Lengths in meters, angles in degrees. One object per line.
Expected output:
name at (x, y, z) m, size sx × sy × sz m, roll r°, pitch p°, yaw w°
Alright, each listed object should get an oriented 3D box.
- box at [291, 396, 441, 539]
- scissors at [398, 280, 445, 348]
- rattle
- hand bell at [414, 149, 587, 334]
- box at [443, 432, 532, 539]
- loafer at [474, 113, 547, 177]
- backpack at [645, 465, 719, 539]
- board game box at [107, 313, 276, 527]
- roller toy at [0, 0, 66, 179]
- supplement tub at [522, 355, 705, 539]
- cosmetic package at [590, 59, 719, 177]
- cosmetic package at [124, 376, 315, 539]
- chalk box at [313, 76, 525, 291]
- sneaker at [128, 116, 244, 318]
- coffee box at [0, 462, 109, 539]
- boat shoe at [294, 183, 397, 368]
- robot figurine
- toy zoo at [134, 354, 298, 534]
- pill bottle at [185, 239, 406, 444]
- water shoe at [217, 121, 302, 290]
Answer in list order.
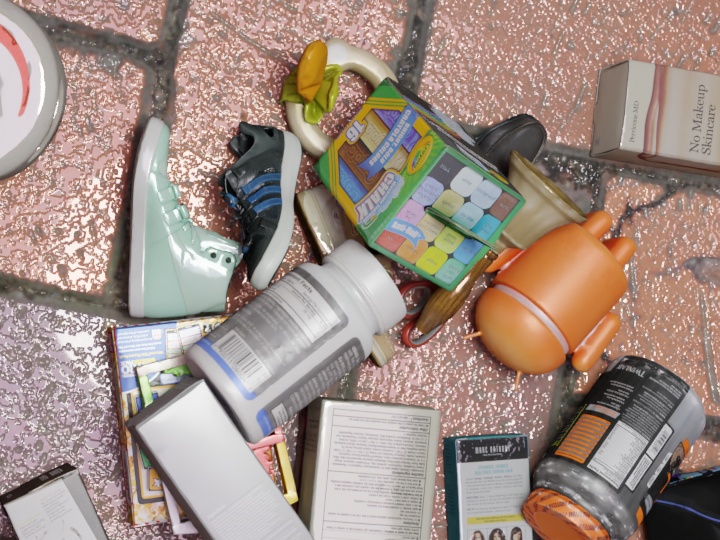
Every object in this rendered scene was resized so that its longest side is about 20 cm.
box at (0.001, 0.232, 1.706) m, size 0.127 × 0.109 × 0.201 m, roll 7°, pitch 86°, yaw -14°
scissors at (0.106, 0.002, 1.792) m, size 0.200 × 0.014 × 0.073 m, roll -42°, pitch 123°, yaw -26°
rattle at (0.019, -0.153, 1.718) m, size 0.200 × 0.143 × 0.130 m, roll 48°, pitch 63°, yaw -2°
hand bell at (0.125, -0.014, 1.705) m, size 0.104 × 0.104 × 0.200 m, roll 40°, pitch 101°, yaw -9°
box at (0.135, 0.274, 1.769) m, size 0.082 × 0.049 × 0.201 m, roll -2°, pitch 88°, yaw -15°
loafer at (0.133, -0.085, 1.764) m, size 0.200 × 0.072 × 0.073 m, roll -48°, pitch 120°, yaw -13°
backpack at (0.423, 0.272, 1.785) m, size 0.199 × 0.182 × 0.135 m, roll -11°, pitch 98°, yaw -26°
board game box at (-0.169, 0.148, 1.699) m, size 0.151 × 0.046 × 0.201 m, roll -5°, pitch 89°, yaw -15°
roller toy at (-0.375, -0.172, 1.614) m, size 0.182 × 0.140 × 0.201 m, roll -21°, pitch 95°, yaw -4°
supplement tub at (0.262, 0.197, 1.751) m, size 0.122 × 0.122 × 0.200 m, roll 43°, pitch 67°, yaw -9°
cosmetic package at (0.361, -0.161, 1.828) m, size 0.199 × 0.087 × 0.104 m, roll 6°, pitch 87°, yaw -14°
cosmetic package at (-0.135, 0.204, 1.605) m, size 0.090 × 0.107 × 0.201 m, roll -33°, pitch 98°, yaw -13°
chalk box at (0.065, -0.073, 1.639) m, size 0.125 × 0.200 × 0.124 m, roll 30°, pitch 106°, yaw -36°
sneaker at (-0.172, -0.052, 1.692) m, size 0.117 × 0.074 × 0.202 m, roll 1°, pitch 97°, yaw -8°
coffee box at (-0.273, 0.295, 1.631) m, size 0.079 × 0.113 × 0.201 m, roll -25°, pitch 94°, yaw -14°
boat shoe at (0.000, 0.000, 1.735) m, size 0.069 × 0.074 × 0.201 m, roll -24°, pitch 93°, yaw -8°
robot figurine at (0.198, 0.025, 1.764) m, size 0.200 × 0.116 × 0.144 m, roll -47°, pitch 137°, yaw -12°
toy zoo at (-0.140, 0.178, 1.670) m, size 0.130 × 0.020 × 0.201 m, roll -14°, pitch 91°, yaw -15°
pill bottle at (-0.060, 0.065, 1.628) m, size 0.200 × 0.114 × 0.114 m, roll -37°, pitch 96°, yaw -15°
water shoe at (-0.109, -0.064, 1.681) m, size 0.079 × 0.072 × 0.201 m, roll 18°, pitch 45°, yaw -14°
